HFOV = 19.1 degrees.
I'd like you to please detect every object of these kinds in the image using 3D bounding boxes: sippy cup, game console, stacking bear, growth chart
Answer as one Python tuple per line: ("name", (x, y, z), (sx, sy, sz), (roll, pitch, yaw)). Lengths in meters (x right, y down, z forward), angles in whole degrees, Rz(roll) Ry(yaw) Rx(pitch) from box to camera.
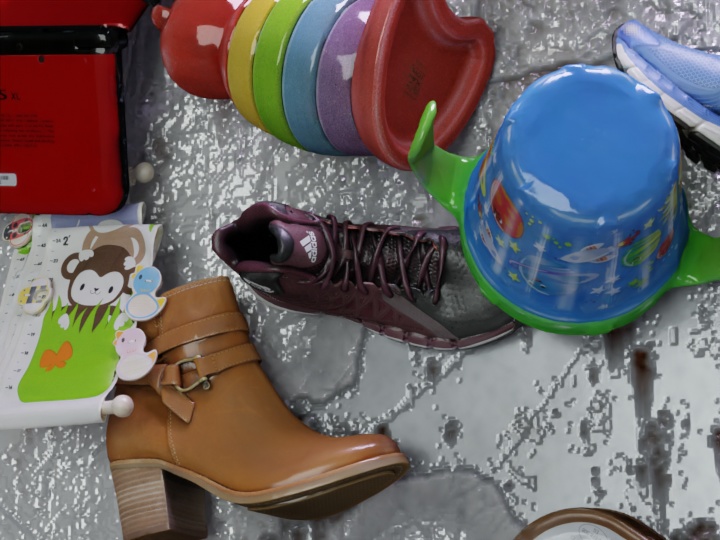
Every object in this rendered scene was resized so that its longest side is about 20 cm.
("sippy cup", (0.124, -0.047, 1.200), (0.177, 0.130, 0.140), (-15, 71, -5))
("game console", (-0.222, -0.131, 1.431), (0.199, 0.119, 0.173), (2, 101, 25))
("stacking bear", (-0.038, -0.134, 1.327), (0.199, 0.121, 0.114), (15, 79, 34))
("growth chart", (-0.184, 0.017, 1.365), (0.144, 0.018, 0.201), (-15, 52, 25))

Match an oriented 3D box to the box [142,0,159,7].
("box", (-0.121, -0.300, 1.343), (0.124, 0.149, 0.200), (37, 77, 24))

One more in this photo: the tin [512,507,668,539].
("tin", (0.162, 0.213, 1.206), (0.200, 0.042, 0.112), (31, 97, 25))

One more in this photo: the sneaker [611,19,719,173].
("sneaker", (0.234, -0.094, 1.222), (0.200, 0.079, 0.089), (30, 85, 17))

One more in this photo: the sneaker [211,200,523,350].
("sneaker", (0.000, 0.000, 1.274), (0.199, 0.115, 0.076), (3, 81, 24))

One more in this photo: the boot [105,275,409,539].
("boot", (-0.071, 0.077, 1.316), (0.199, 0.074, 0.155), (-12, 71, 18))
